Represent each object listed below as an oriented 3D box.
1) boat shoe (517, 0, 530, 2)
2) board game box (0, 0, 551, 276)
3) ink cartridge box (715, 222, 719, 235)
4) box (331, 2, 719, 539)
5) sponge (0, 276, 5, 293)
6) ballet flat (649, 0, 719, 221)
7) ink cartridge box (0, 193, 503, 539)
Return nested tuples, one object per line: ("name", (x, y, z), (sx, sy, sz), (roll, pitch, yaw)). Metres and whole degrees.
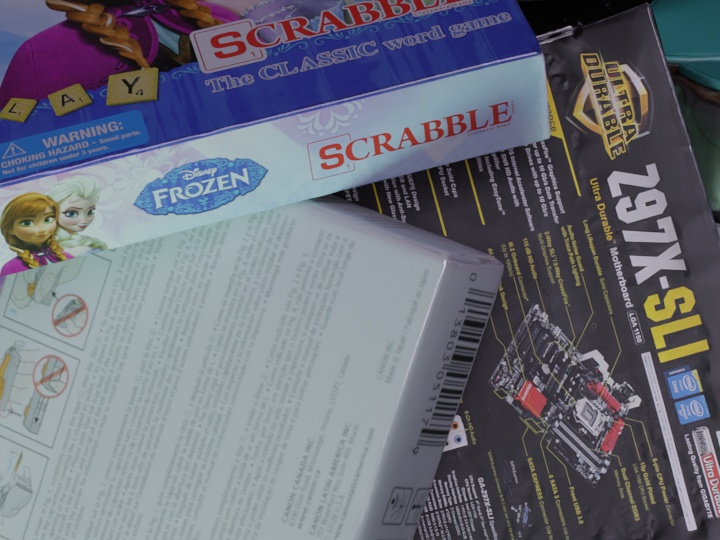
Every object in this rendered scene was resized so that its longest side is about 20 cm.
("boat shoe", (0.075, -0.138, 0.888), (0.199, 0.057, 0.069), (-9, 116, -10))
("board game box", (-0.056, -0.096, 0.776), (0.199, 0.041, 0.200), (-15, 42, -7))
("ink cartridge box", (0.179, 0.084, 0.870), (0.200, 0.085, 0.145), (28, 84, -33))
("box", (0.056, 0.023, 0.777), (0.159, 0.049, 0.201), (-17, 79, 6))
("sponge", (-0.154, 0.042, 0.840), (0.112, 0.030, 0.200), (47, 118, 6))
("ballet flat", (0.145, -0.066, 0.907), (0.068, 0.200, 0.069), (4, 109, 2))
("ink cartridge box", (-0.065, 0.040, 0.764), (0.200, 0.057, 0.163), (21, 95, 32))
